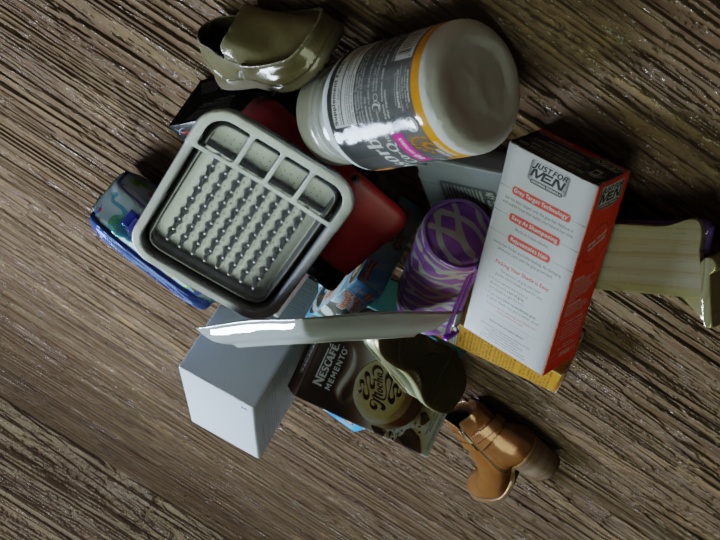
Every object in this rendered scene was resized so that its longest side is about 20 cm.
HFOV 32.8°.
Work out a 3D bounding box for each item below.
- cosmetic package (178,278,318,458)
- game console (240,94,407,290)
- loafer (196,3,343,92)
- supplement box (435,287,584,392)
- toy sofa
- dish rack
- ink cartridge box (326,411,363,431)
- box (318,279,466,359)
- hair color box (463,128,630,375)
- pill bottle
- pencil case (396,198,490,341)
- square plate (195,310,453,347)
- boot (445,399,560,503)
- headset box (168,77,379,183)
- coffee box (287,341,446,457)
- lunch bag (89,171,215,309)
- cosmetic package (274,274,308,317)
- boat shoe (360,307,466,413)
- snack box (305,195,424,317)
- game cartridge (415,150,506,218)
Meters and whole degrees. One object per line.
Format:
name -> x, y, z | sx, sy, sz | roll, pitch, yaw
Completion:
cosmetic package -> -0.144, 0.119, 1.689 | 0.122, 0.201, 0.200 | 25, 154, 11
game console -> -0.072, -0.087, 1.274 | 0.200, 0.119, 0.172 | 40, -177, -17
loafer -> -0.095, -0.216, 1.172 | 0.067, 0.077, 0.199 | 39, 154, -33
supplement box -> 0.155, 0.065, 1.422 | 0.198, 0.067, 0.069 | 25, 155, 13
toy sofa -> 0.263, -0.010, 1.149 | 0.199, 0.082, 0.099 | 4, 103, 43
dish rack -> -0.116, -0.059, 1.206 | 0.171, 0.044, 0.200 | 30, 122, -13
ink cartridge box -> 0.004, 0.164, 1.763 | 0.116, 0.068, 0.200 | 37, 154, -13
box -> 0.044, 0.057, 1.547 | 0.198, 0.049, 0.083 | 25, 154, 11
hair color box -> 0.169, -0.016, 1.131 | 0.101, 0.061, 0.202 | 32, 126, 31
pill bottle -> 0.037, -0.151, 1.097 | 0.199, 0.117, 0.116 | -4, 138, 51
pencil case -> 0.088, 0.004, 1.278 | 0.086, 0.083, 0.200 | 60, 164, 20
square plate -> -0.038, 0.061, 1.266 | 0.197, 0.029, 0.199 | -2, 176, -39
boot -> 0.172, 0.251, 1.739 | 0.154, 0.074, 0.200 | 36, 142, -13
headset box -> -0.088, -0.123, 1.334 | 0.148, 0.078, 0.200 | 0, 139, 48
coffee box -> 0.017, 0.150, 1.616 | 0.198, 0.114, 0.080 | 25, 179, -12
lunch bag -> -0.254, -0.040, 1.585 | 0.199, 0.083, 0.161 | 38, -174, -12
cosmetic package -> -0.129, -0.020, 1.472 | 0.101, 0.074, 0.200 | 37, -179, -17
boat shoe -> 0.061, 0.107, 1.473 | 0.063, 0.074, 0.200 | 28, 172, 44
snack box -> 0.000, 0.000, 1.412 | 0.037, 0.117, 0.200 | 32, 155, -9
game cartridge -> 0.138, -0.055, 1.259 | 0.132, 0.042, 0.201 | 11, 149, 27
